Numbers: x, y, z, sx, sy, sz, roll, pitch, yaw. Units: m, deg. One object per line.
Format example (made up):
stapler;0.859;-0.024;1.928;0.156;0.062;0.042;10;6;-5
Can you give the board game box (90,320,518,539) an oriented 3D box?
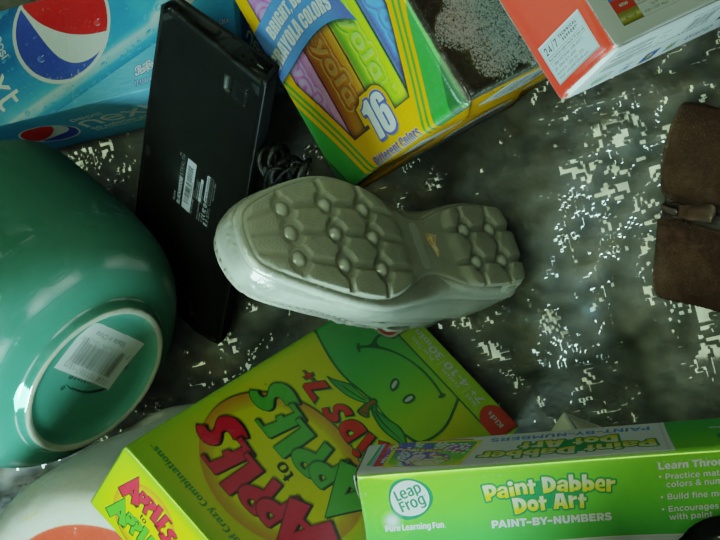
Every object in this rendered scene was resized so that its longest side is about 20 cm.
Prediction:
board game box;-0.021;0.092;0.874;0.102;0.200;0.048;46;132;12

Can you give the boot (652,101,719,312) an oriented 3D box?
boot;0.219;0.022;0.856;0.165;0.072;0.202;7;98;34

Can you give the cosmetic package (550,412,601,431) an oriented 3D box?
cosmetic package;0.094;0.179;0.880;0.201;0.103;0.073;-60;29;16

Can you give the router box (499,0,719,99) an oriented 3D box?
router box;0.124;-0.193;0.802;0.180;0.199;0.049;60;150;8

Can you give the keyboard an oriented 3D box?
keyboard;-0.066;-0.043;0.935;0.104;0.040;0.201;40;143;21

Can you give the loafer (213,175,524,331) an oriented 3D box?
loafer;0.000;0.000;0.862;0.070;0.199;0.070;-31;67;34

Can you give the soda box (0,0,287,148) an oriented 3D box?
soda box;-0.138;-0.111;0.973;0.198;0.068;0.065;-12;79;23

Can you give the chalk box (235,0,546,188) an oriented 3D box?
chalk box;0.013;-0.163;0.848;0.201;0.124;0.124;61;148;2

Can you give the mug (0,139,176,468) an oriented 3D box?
mug;-0.181;0.031;0.935;0.114;0.184;0.153;38;139;30

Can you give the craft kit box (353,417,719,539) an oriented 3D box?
craft kit box;0.107;0.168;0.797;0.198;0.049;0.199;-5;105;10

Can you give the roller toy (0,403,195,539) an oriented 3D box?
roller toy;-0.089;0.169;0.942;0.198;0.140;0.184;10;109;24

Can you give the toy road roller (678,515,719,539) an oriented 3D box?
toy road roller;0.122;0.204;0.719;0.145;0.123;0.202;-17;100;13
